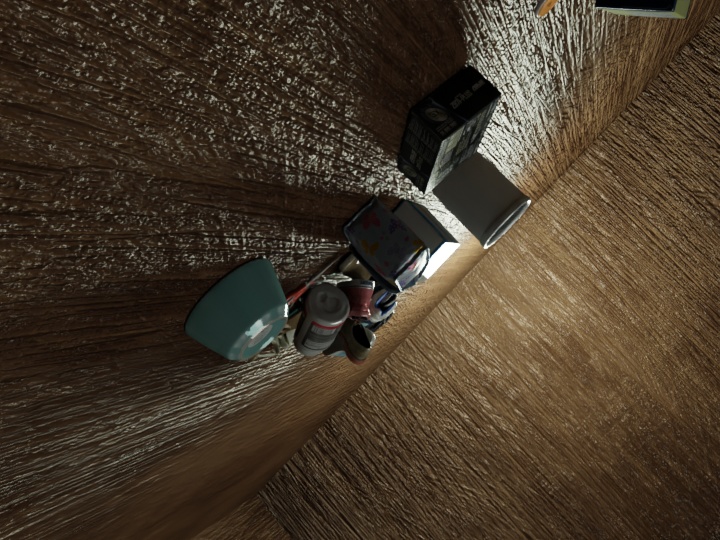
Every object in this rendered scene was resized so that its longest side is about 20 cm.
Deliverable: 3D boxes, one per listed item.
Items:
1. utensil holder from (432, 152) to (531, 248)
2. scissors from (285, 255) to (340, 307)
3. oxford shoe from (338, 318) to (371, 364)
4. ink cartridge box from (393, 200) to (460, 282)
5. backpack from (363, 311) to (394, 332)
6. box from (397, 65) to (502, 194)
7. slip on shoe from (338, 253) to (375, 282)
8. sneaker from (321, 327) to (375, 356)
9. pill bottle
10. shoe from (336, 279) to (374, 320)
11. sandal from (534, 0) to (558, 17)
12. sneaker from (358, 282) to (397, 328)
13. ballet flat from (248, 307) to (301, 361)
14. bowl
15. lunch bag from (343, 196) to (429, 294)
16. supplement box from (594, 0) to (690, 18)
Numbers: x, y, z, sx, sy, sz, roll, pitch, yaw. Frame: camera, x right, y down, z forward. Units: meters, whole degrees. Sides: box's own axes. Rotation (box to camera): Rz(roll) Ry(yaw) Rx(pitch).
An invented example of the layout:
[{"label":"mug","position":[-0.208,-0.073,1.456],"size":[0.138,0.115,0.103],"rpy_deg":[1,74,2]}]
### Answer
[{"label":"utensil holder","position":[0.307,-0.188,1.744],"size":[0.170,0.200,0.170],"rpy_deg":[-40,167,-11]},{"label":"scissors","position":[-0.121,0.032,1.531],"size":[0.200,0.014,0.073],"rpy_deg":[-43,165,0]},{"label":"oxford shoe","position":[-0.026,0.134,1.728],"size":[0.070,0.201,0.075],"rpy_deg":[-12,151,-40]},{"label":"ink cartridge box","position":[0.136,-0.068,1.707],"size":[0.147,0.146,0.200],"rpy_deg":[-47,167,14]},{"label":"backpack","position":[-0.002,0.131,1.947],"size":[0.198,0.156,0.163],"rpy_deg":[-19,169,23]},{"label":"box","position":[0.166,-0.267,1.320],"size":[0.163,0.086,0.200],"rpy_deg":[-40,166,-18]},{"label":"slip on shoe","position":[0.000,0.000,1.695],"size":[0.076,0.061,0.200],"rpy_deg":[-44,167,-1]},{"label":"sneaker","position":[-0.017,0.189,1.825],"size":[0.081,0.075,0.199],"rpy_deg":[7,167,-41]},{"label":"pill bottle","position":[-0.104,0.129,1.668],"size":[0.110,0.111,0.201],"rpy_deg":[-34,164,-35]},{"label":"shoe","position":[-0.019,0.077,1.694],"size":[0.200,0.071,0.092],"rpy_deg":[161,-63,-72]},{"label":"sandal","position":[0.409,-0.546,1.257],"size":[0.207,0.059,0.079],"rpy_deg":[-53,165,30]},{"label":"sneaker","position":[0.072,0.064,1.772],"size":[0.200,0.081,0.146],"rpy_deg":[-43,-166,-31]},{"label":"ballet flat","position":[-0.194,0.150,1.528],"size":[0.067,0.073,0.199],"rpy_deg":[-23,-177,37]},{"label":"bowl","position":[-0.207,0.086,1.239],"size":[0.200,0.105,0.201],"rpy_deg":[-42,168,-11]},{"label":"lunch bag","position":[0.060,-0.043,1.505],"size":[0.127,0.170,0.200],"rpy_deg":[-44,168,-2]},{"label":"supplement box","position":[0.521,-0.560,1.210],"size":[0.199,0.133,0.203],"rpy_deg":[-24,124,-56]}]
